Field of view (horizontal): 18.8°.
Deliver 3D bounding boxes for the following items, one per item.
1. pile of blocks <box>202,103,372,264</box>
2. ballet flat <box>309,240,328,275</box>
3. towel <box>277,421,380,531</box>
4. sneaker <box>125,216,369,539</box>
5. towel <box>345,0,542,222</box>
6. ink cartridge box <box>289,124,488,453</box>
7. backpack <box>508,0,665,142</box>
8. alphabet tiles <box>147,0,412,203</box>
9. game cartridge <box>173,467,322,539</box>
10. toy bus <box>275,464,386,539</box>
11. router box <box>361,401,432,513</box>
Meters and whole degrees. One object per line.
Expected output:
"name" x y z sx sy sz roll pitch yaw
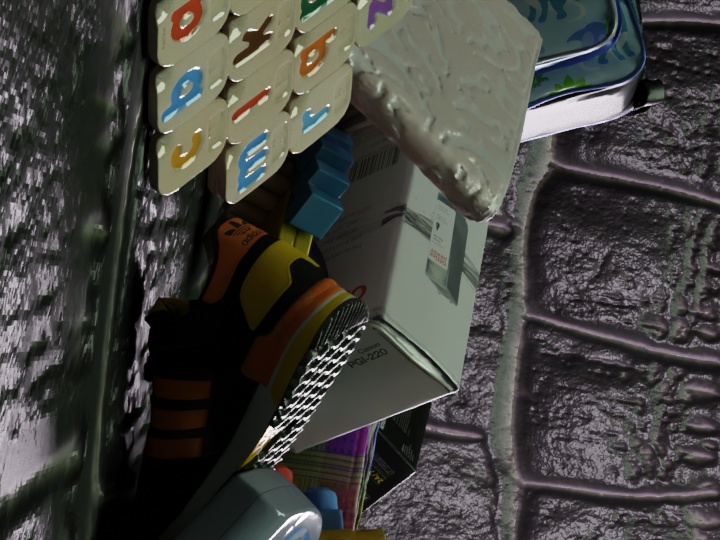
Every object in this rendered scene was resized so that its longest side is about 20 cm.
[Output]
"pile of blocks" -0.042 -0.078 1.204 0.082 0.062 0.201 -19 -126 49
"ballet flat" -0.060 0.039 1.260 0.073 0.073 0.200 94 9 -53
"towel" -0.036 0.116 1.470 0.143 0.023 0.201 0 -102 51
"sneaker" -0.075 0.058 1.066 0.070 0.090 0.200 -32 161 -52
"towel" 0.018 -0.145 1.216 0.032 0.200 0.191 -35 -159 31
"ink cartridge box" 0.000 0.000 1.383 0.085 0.145 0.200 43 42 -29
"backpack" 0.093 -0.195 1.463 0.147 0.183 0.201 64 11 -74
"alphabet tiles" -0.034 -0.126 1.024 0.196 0.015 0.200 -41 152 -34
"game cartridge" -0.075 0.162 1.101 0.133 0.040 0.200 -50 170 -9
"toy bus" -0.037 0.226 1.339 0.200 0.135 0.192 96 -11 -61
"router box" -0.019 0.136 1.598 0.149 0.051 0.200 -40 -171 17
